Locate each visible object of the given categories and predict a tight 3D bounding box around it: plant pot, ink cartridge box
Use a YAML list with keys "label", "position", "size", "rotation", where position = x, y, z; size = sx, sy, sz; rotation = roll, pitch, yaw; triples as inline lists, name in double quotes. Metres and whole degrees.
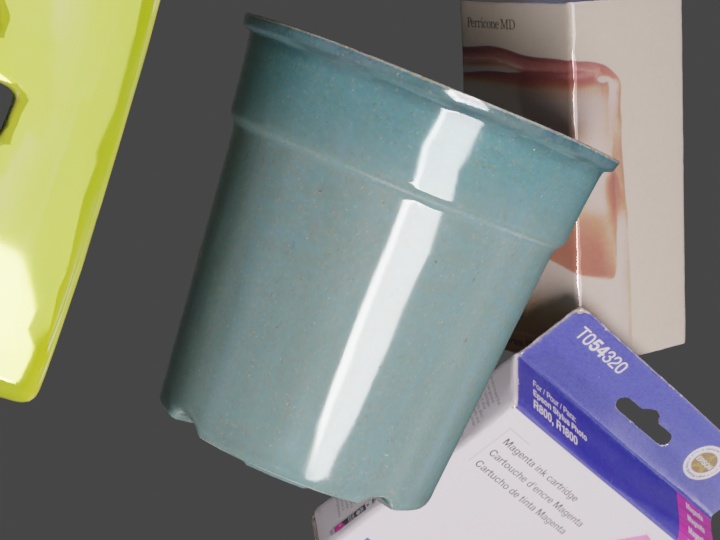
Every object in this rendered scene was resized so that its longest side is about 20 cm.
- label: "plant pot"
  position: [0.000, 0.000, 0.836]
  size: [0.199, 0.200, 0.198]
  rotation: [18, 97, -35]
- label: "plant pot"
  position: [-0.209, -0.078, 0.667]
  size: [0.180, 0.199, 0.201]
  rotation: [17, 89, -28]
- label: "ink cartridge box"
  position: [0.108, 0.139, 0.951]
  size: [0.199, 0.044, 0.196]
  rotation: [-39, 125, 20]

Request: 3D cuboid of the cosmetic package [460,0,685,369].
- label: "cosmetic package"
  position: [0.121, -0.056, 0.952]
  size: [0.086, 0.103, 0.203]
  rotation: [-10, 103, -33]
